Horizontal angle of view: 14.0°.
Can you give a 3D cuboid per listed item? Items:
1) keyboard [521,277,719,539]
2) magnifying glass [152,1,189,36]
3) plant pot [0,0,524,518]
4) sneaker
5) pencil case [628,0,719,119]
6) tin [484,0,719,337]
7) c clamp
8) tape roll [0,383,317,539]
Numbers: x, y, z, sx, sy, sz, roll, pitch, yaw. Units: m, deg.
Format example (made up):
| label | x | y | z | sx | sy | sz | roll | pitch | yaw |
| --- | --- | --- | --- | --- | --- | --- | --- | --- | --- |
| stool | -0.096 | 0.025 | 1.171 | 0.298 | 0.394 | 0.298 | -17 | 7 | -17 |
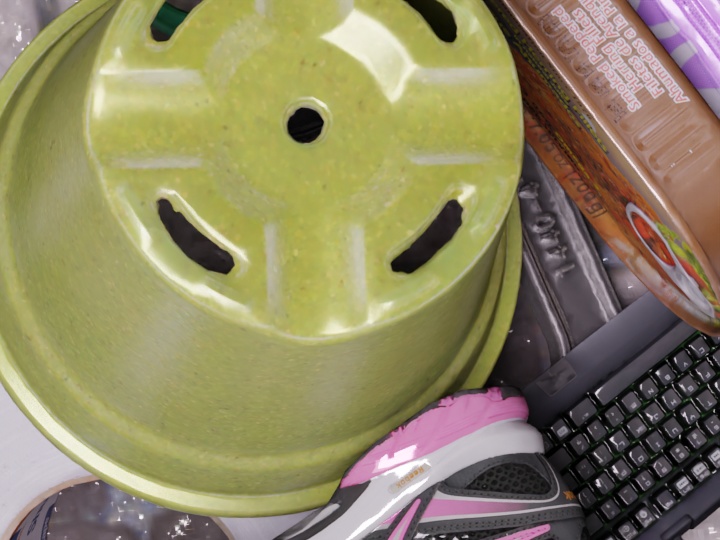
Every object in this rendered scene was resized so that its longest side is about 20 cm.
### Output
| label | x | y | z | sx | sy | sz | roll | pitch | yaw |
| --- | --- | --- | --- | --- | --- | --- | --- | --- | --- |
| keyboard | 0.105 | 0.085 | 1.033 | 0.200 | 0.021 | 0.127 | -38 | 92 | -12 |
| magnifying glass | -0.091 | -0.167 | 1.067 | 0.080 | 0.022 | 0.200 | -37 | 92 | 17 |
| plant pot | -0.027 | -0.029 | 0.942 | 0.200 | 0.184 | 0.201 | 2 | 79 | -9 |
| sneaker | -0.008 | 0.126 | 0.966 | 0.200 | 0.080 | 0.086 | -39 | 73 | 8 |
| pencil case | 0.129 | -0.090 | 1.004 | 0.084 | 0.086 | 0.200 | -37 | 94 | 21 |
| tin | 0.074 | -0.066 | 1.000 | 0.042 | 0.112 | 0.200 | -38 | 89 | -3 |
| c clamp | 0.000 | 0.000 | 1.049 | 0.171 | 0.027 | 0.200 | -28 | 86 | -13 |
| tape roll | -0.080 | 0.118 | 1.105 | 0.200 | 0.066 | 0.201 | 3 | 104 | 11 |
